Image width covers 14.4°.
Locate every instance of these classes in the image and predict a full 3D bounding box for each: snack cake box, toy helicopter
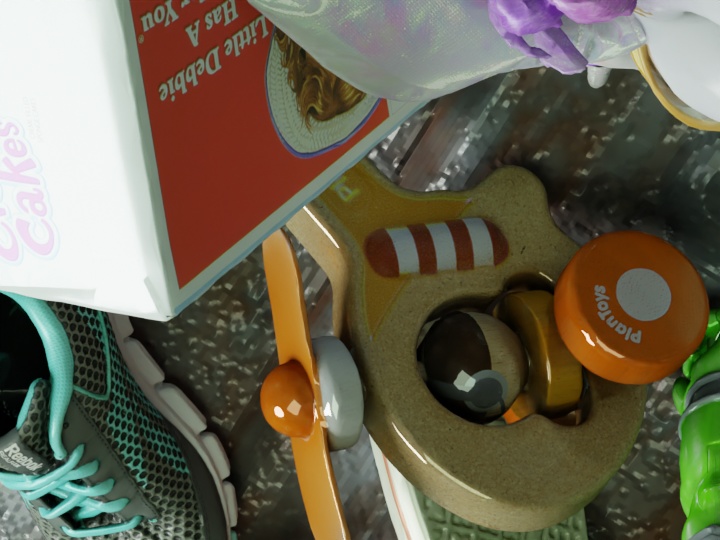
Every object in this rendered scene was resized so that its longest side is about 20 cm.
[{"bbox_3d":[-0.035,-0.084,0.789,0.067,0.200,0.115,8,120,28],"label":"snack cake box"},{"bbox_3d":[0.000,0.000,0.881,0.200,0.132,0.079,47,153,8],"label":"toy helicopter"}]

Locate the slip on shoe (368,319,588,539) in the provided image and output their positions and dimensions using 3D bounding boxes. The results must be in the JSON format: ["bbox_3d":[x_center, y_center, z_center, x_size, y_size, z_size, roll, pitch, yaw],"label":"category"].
[{"bbox_3d":[0.044,0.110,0.952,0.061,0.074,0.200,-2,115,51],"label":"slip on shoe"}]

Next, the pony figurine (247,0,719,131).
[{"bbox_3d":[0.079,-0.081,0.753,0.167,0.200,0.193,-49,135,-9],"label":"pony figurine"}]

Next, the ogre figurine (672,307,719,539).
[{"bbox_3d":[0.130,0.126,0.905,0.098,0.120,0.200,10,119,9],"label":"ogre figurine"}]

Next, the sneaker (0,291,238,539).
[{"bbox_3d":[-0.104,0.050,0.942,0.078,0.091,0.200,-14,112,22],"label":"sneaker"}]
